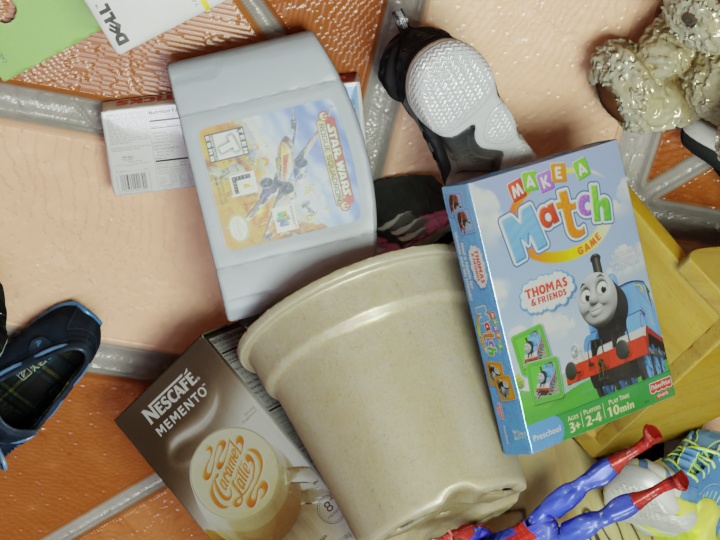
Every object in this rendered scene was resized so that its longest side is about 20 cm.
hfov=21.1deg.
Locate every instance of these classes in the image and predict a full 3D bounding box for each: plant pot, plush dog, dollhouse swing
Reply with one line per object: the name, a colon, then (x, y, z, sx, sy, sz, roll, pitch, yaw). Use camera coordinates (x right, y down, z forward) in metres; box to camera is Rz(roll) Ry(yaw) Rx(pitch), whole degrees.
plant pot: (0.031, 0.109, 1.460, 0.200, 0.184, 0.200, -20, 161, -7)
plush dog: (0.277, -0.183, 1.425, 0.160, 0.200, 0.172, -32, 132, -26)
dollhouse swing: (0.234, 0.020, 1.550, 0.182, 0.176, 0.200, -7, 148, -40)

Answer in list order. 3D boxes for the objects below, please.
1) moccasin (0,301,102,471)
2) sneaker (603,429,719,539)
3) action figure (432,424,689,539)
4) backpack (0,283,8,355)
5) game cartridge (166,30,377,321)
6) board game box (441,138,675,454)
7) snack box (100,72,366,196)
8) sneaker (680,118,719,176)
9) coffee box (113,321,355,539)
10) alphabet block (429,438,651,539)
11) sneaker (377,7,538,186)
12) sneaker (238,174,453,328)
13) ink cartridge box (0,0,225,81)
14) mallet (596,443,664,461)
moccasin: (-0.288, 0.105, 1.557, 0.080, 0.068, 0.200, 33, 111, -22)
sneaker: (0.255, 0.165, 1.568, 0.076, 0.105, 0.200, 14, 163, 27)
action figure: (0.134, 0.187, 1.408, 0.200, 0.099, 0.065, -34, 78, 17)
backpack: (-0.372, 0.035, 1.479, 0.200, 0.167, 0.127, 23, 132, -19)
game cartridge: (-0.059, -0.073, 1.456, 0.133, 0.042, 0.200, -14, 95, 3)
board game box: (0.147, 0.017, 1.419, 0.151, 0.037, 0.200, -18, 96, -35)
snack box: (-0.096, -0.105, 1.493, 0.200, 0.024, 0.072, -7, 115, -2)
sneaker: (0.319, -0.039, 1.537, 0.200, 0.073, 0.112, 25, 111, -18)
coffee box: (-0.085, 0.155, 1.542, 0.114, 0.080, 0.200, -44, 82, 20)
alphabet block: (0.127, 0.270, 1.563, 0.196, 0.200, 0.195, -26, 141, 19)
sneaker: (0.075, -0.110, 1.462, 0.075, 0.114, 0.200, -28, 128, -4)
sneaker: (0.000, 0.000, 1.540, 0.200, 0.080, 0.086, -28, 139, 8)
ink cartridge box: (-0.208, -0.225, 1.392, 0.200, 0.076, 0.148, -27, 116, 7)
mallet: (0.162, 0.166, 1.653, 0.200, 0.041, 0.066, -9, 121, 5)
